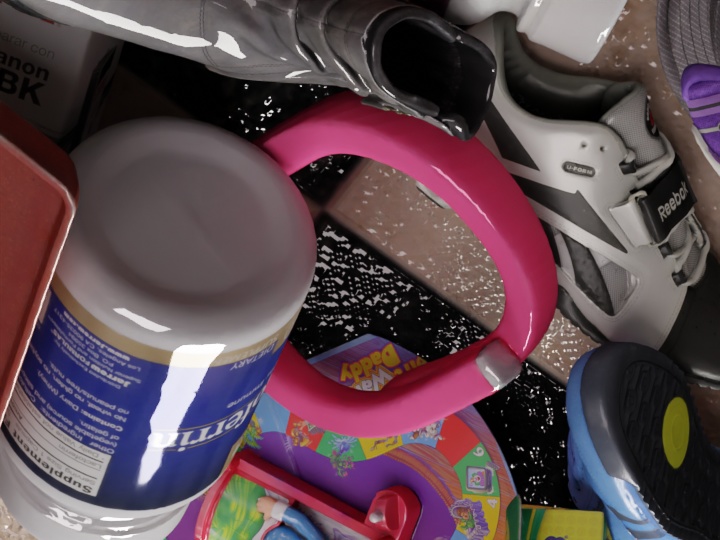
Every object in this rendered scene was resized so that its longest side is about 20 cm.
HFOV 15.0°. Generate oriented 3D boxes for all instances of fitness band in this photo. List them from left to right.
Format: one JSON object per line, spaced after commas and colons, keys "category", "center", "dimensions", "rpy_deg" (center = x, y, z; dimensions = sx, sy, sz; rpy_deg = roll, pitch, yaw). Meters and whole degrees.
{"category": "fitness band", "center": [0.000, 0.000, 1.175], "dimensions": [0.144, 0.037, 0.200], "rpy_deg": [53, 142, -7]}

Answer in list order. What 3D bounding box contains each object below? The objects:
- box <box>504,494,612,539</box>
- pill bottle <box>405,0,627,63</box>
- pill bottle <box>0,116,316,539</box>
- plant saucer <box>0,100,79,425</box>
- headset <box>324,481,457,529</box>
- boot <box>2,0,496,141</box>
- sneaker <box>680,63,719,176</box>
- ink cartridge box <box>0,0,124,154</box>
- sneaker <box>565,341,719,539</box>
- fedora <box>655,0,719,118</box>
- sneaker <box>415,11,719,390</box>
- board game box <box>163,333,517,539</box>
{"category": "box", "center": [0.088, 0.177, 1.193], "dimensions": [0.048, 0.118, 0.200], "rpy_deg": [2, 160, 13]}
{"category": "pill bottle", "center": [0.021, -0.167, 1.078], "dimensions": [0.200, 0.114, 0.114], "rpy_deg": [26, 121, -1]}
{"category": "pill bottle", "center": [-0.097, 0.036, 1.185], "dimensions": [0.115, 0.116, 0.200], "rpy_deg": [25, 141, 0]}
{"category": "plant saucer", "center": [-0.202, -0.031, 1.116], "dimensions": [0.200, 0.037, 0.200], "rpy_deg": [37, 136, 11]}
{"category": "headset", "center": [0.025, 0.190, 1.313], "dimensions": [0.123, 0.094, 0.201], "rpy_deg": [-1, 103, 22]}
{"category": "boot", "center": [-0.038, -0.104, 1.036], "dimensions": [0.131, 0.200, 0.070], "rpy_deg": [22, 98, 35]}
{"category": "sneaker", "center": [0.199, -0.107, 0.995], "dimensions": [0.200, 0.081, 0.084], "rpy_deg": [-40, 85, 13]}
{"category": "ink cartridge box", "center": [-0.189, -0.083, 1.195], "dimensions": [0.146, 0.083, 0.200], "rpy_deg": [22, 122, 2]}
{"category": "sneaker", "center": [0.112, 0.084, 1.175], "dimensions": [0.078, 0.066, 0.200], "rpy_deg": [5, 160, 26]}
{"category": "fedora", "center": [0.205, -0.094, 1.085], "dimensions": [0.177, 0.090, 0.200], "rpy_deg": [32, 121, -4]}
{"category": "sneaker", "center": [0.108, -0.030, 1.155], "dimensions": [0.200, 0.074, 0.089], "rpy_deg": [37, 122, -8]}
{"category": "board game box", "center": [-0.025, 0.124, 1.254], "dimensions": [0.200, 0.039, 0.158], "rpy_deg": [-23, 84, 24]}
